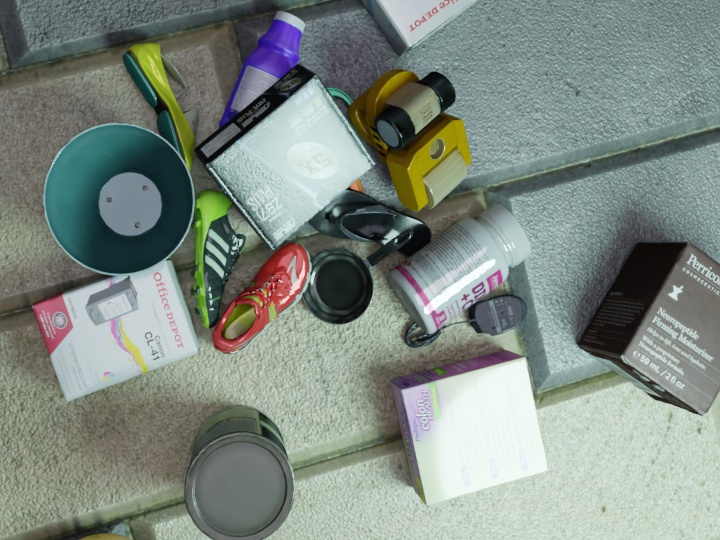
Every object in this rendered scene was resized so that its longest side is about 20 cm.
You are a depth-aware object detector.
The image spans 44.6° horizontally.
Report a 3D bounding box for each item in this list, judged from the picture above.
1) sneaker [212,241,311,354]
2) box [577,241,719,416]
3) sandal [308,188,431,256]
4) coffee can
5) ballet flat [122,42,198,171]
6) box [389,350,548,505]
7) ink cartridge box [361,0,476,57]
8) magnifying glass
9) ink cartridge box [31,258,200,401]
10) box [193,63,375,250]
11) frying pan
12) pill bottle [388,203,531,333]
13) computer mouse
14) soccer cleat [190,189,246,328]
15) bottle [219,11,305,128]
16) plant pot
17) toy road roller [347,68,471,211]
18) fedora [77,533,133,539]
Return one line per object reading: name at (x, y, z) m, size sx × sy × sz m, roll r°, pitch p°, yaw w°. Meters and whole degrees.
sneaker at (-0.143, 0.044, 1.286) m, size 0.077 × 0.085 × 0.201 m, roll 37°, pitch 86°, yaw 4°
box at (0.473, 0.083, 1.346) m, size 0.165 × 0.164 × 0.202 m, roll 32°, pitch 87°, yaw -8°
sandal at (0.016, -0.072, 1.318) m, size 0.197 × 0.043 × 0.077 m, roll 13°, pitch 108°, yaw -14°
coffee can at (-0.170, 0.280, 1.236) m, size 0.144 × 0.200 × 0.149 m, roll 0°, pitch 92°, yaw -8°
ballet flat at (-0.275, -0.240, 1.281) m, size 0.066 × 0.067 × 0.202 m, roll -27°, pitch 94°, yaw -28°
box at (0.163, 0.235, 1.338) m, size 0.197 × 0.097 × 0.179 m, roll -14°, pitch 94°, yaw -9°
ink cartridge box at (0.066, -0.446, 1.312) m, size 0.144 × 0.084 × 0.201 m, roll -36°, pitch 96°, yaw -6°
magnifying glass at (-0.026, -0.179, 1.339) m, size 0.078 × 0.022 × 0.203 m, roll -18°, pitch 92°, yaw -8°
ink cartridge box at (-0.347, 0.081, 1.263) m, size 0.197 × 0.086 × 0.150 m, roll -20°, pitch 94°, yaw -6°
box at (-0.107, -0.160, 1.246) m, size 0.199 × 0.086 × 0.164 m, roll -39°, pitch 122°, yaw -4°
frying pan at (-0.015, -0.009, 1.317) m, size 0.114 × 0.031 × 0.191 m, roll 33°, pitch 99°, yaw 6°
pill bottle at (0.151, -0.006, 1.321) m, size 0.199 × 0.113 × 0.114 m, roll -35°, pitch 96°, yaw -6°
computer mouse at (0.164, 0.082, 1.371) m, size 0.197 × 0.034 × 0.060 m, roll -13°, pitch 85°, yaw -1°
soccer cleat at (-0.208, -0.017, 1.294) m, size 0.080 × 0.067 × 0.204 m, roll -1°, pitch 91°, yaw -21°
bottle at (-0.139, -0.279, 1.295) m, size 0.083 × 0.065 × 0.203 m, roll 21°, pitch 88°, yaw -14°
plant pot at (-0.331, -0.097, 1.235) m, size 0.197 × 0.135 × 0.204 m, roll 0°, pitch 92°, yaw -9°
toy road roller at (0.068, -0.204, 1.310) m, size 0.123 × 0.145 × 0.202 m, roll -41°, pitch 133°, yaw -21°
fedora at (-0.377, 0.477, 1.270) m, size 0.197 × 0.082 × 0.204 m, roll 1°, pitch 86°, yaw -11°
